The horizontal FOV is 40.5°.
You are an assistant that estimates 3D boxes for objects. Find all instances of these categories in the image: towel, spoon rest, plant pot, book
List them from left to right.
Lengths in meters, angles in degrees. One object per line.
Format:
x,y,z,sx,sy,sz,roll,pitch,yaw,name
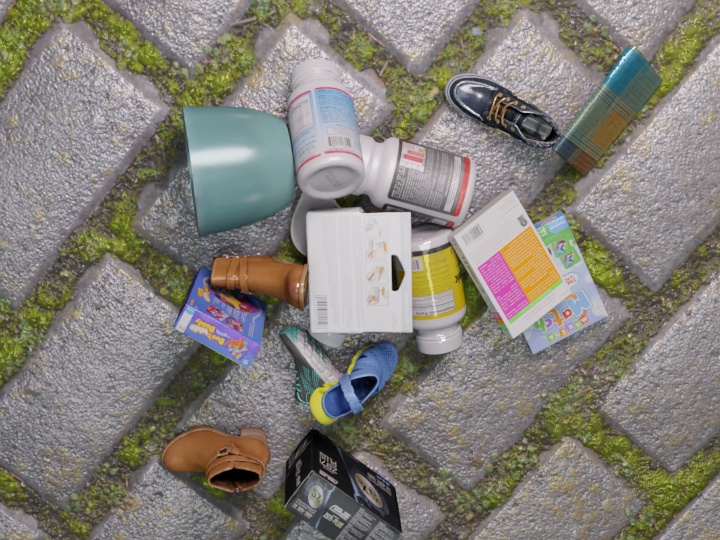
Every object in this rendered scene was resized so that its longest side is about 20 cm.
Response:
-0.189,-0.163,1.533,0.158,0.201,0.205,-8,107,-11,plant pot
-0.075,-0.116,1.615,0.097,0.061,0.204,-8,105,0,spoon rest
0.245,-0.009,1.606,0.133,0.048,0.202,-36,104,-18,book
0.397,-0.255,1.574,0.201,0.022,0.146,-52,147,12,towel

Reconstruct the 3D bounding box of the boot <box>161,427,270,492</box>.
-0.253,0.337,1.677,0.196,0.156,0.078,-3,107,-2,boot

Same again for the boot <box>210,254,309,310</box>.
-0.164,0.010,1.573,0.152,0.200,0.078,7,104,-13,boot

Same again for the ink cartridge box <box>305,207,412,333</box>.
0.000,0.000,1.589,0.170,0.044,0.204,0,101,6,ink cartridge box

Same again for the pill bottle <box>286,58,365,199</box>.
-0.058,-0.222,1.515,0.106,0.109,0.203,-9,64,0,pill bottle

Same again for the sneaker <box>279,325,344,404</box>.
-0.087,0.188,1.696,0.091,0.078,0.201,-35,103,11,sneaker

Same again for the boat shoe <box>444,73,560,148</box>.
0.232,-0.259,1.573,0.197,0.091,0.072,22,104,-9,boat shoe

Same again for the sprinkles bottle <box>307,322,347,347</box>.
-0.020,0.028,1.655,0.067,0.068,0.203,24,103,-9,sprinkles bottle

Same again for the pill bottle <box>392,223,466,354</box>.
0.118,0.032,1.640,0.109,0.112,0.204,-11,107,0,pill bottle

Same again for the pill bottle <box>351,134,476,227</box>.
0.080,-0.149,1.584,0.196,0.116,0.118,15,105,-7,pill bottle

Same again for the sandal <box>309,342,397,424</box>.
0.006,0.189,1.650,0.086,0.200,0.080,-18,108,48,sandal

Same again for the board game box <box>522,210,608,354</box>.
0.321,0.022,1.687,0.149,0.037,0.202,-27,106,4,board game box

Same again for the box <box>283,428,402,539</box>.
-0.032,0.396,1.709,0.199,0.164,0.087,37,102,-12,box

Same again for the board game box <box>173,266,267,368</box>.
-0.223,0.072,1.588,0.133,0.200,0.045,31,103,-10,board game box
